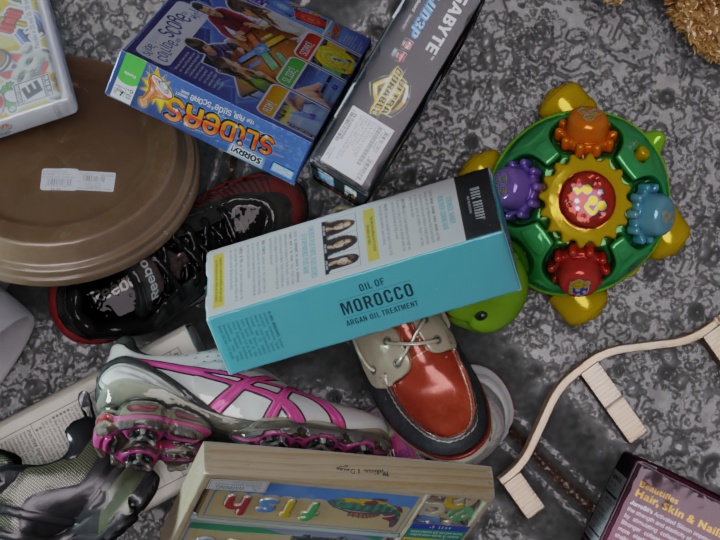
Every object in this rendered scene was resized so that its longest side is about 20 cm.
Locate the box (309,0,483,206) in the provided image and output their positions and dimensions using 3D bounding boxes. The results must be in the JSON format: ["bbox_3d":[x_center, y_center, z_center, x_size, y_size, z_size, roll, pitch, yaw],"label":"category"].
[{"bbox_3d":[0.025,-0.123,1.322,0.046,0.200,0.160,31,88,0],"label":"box"}]

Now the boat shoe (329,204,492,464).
[{"bbox_3d":[0.027,0.041,1.342,0.071,0.063,0.201,-23,56,-7],"label":"boat shoe"}]

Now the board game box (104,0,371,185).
[{"bbox_3d":[-0.076,-0.138,1.325,0.135,0.200,0.035,26,118,0],"label":"board game box"}]

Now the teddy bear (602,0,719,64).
[{"bbox_3d":[0.259,-0.214,1.392,0.199,0.067,0.145,34,87,-1],"label":"teddy bear"}]

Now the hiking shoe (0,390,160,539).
[{"bbox_3d":[-0.234,0.171,1.317,0.200,0.076,0.101,-38,83,-9],"label":"hiking shoe"}]

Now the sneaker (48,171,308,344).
[{"bbox_3d":[-0.124,-0.006,1.369,0.200,0.098,0.071,-26,95,-2],"label":"sneaker"}]

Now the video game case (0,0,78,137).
[{"bbox_3d":[-0.301,-0.163,1.359,0.181,0.023,0.201,-18,61,-1],"label":"video game case"}]

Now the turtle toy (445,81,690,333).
[{"bbox_3d":[0.134,-0.032,1.372,0.200,0.101,0.146,-39,90,-1],"label":"turtle toy"}]

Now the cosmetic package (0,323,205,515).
[{"bbox_3d":[-0.184,0.127,1.381,0.199,0.073,0.104,-26,91,-1],"label":"cosmetic package"}]

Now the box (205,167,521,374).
[{"bbox_3d":[0.000,0.000,1.291,0.199,0.082,0.049,-16,123,7],"label":"box"}]

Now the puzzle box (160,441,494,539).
[{"bbox_3d":[-0.025,0.164,1.324,0.199,0.133,0.026,6,55,-16],"label":"puzzle box"}]

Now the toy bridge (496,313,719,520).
[{"bbox_3d":[0.178,0.091,1.410,0.200,0.027,0.067,-37,89,-1],"label":"toy bridge"}]

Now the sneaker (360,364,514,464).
[{"bbox_3d":[0.015,0.126,1.376,0.199,0.088,0.082,-29,90,-1],"label":"sneaker"}]

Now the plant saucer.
[{"bbox_3d":[-0.208,-0.076,1.347,0.199,0.030,0.201,2,52,-3],"label":"plant saucer"}]

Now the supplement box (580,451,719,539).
[{"bbox_3d":[0.194,0.240,1.380,0.110,0.086,0.201,26,90,0],"label":"supplement box"}]

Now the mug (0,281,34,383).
[{"bbox_3d":[-0.319,0.014,1.355,0.175,0.148,0.200,39,64,4],"label":"mug"}]

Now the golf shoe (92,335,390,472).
[{"bbox_3d":[-0.075,0.087,1.310,0.199,0.073,0.093,10,53,-14],"label":"golf shoe"}]
